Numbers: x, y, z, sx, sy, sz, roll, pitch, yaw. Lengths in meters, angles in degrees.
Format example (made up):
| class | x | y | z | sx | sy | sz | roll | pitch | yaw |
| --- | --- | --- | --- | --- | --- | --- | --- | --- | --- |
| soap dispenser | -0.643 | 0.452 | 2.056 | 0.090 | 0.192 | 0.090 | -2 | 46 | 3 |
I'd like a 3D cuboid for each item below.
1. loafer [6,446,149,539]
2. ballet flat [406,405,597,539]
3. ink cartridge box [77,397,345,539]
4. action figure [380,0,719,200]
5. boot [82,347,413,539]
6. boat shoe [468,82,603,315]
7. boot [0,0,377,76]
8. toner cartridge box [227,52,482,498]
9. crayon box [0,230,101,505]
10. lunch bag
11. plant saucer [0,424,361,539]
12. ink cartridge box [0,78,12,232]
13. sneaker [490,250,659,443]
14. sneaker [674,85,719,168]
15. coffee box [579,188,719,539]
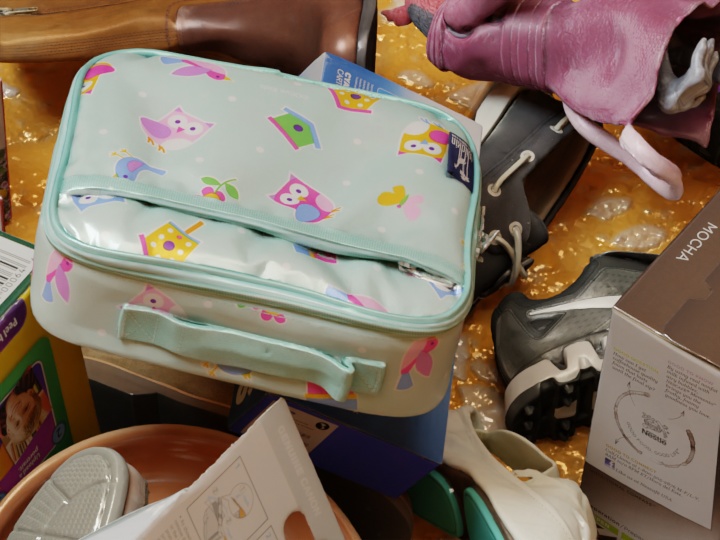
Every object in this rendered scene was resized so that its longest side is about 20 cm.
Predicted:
| class | x | y | z | sx | sy | sz | roll | pitch | yaw |
| --- | --- | --- | --- | --- | --- | --- | --- | --- | --- |
| loafer | -0.133 | 0.176 | 1.207 | 0.072 | 0.063 | 0.200 | 0 | 62 | 47 |
| ballet flat | 0.071 | 0.111 | 1.312 | 0.069 | 0.070 | 0.200 | -16 | 26 | -17 |
| ink cartridge box | -0.079 | 0.174 | 1.190 | 0.057 | 0.163 | 0.200 | 0 | 34 | 37 |
| action figure | 0.099 | -0.112 | 1.474 | 0.199 | 0.134 | 0.149 | 10 | 73 | 22 |
| boot | -0.053 | 0.075 | 1.376 | 0.200 | 0.074 | 0.075 | 24 | 42 | 19 |
| boat shoe | 0.070 | -0.025 | 1.467 | 0.060 | 0.074 | 0.200 | 16 | 42 | 16 |
| boot | -0.096 | -0.130 | 1.500 | 0.199 | 0.069 | 0.188 | -1 | 24 | -12 |
| toner cartridge box | 0.000 | 0.000 | 1.346 | 0.095 | 0.043 | 0.200 | 24 | 52 | -22 |
| crayon box | -0.198 | 0.108 | 1.263 | 0.058 | 0.173 | 0.200 | 21 | 51 | 25 |
| lunch bag | -0.040 | -0.017 | 1.237 | 0.199 | 0.077 | 0.161 | 11 | 38 | -4 |
| plant saucer | -0.086 | 0.170 | 1.269 | 0.199 | 0.037 | 0.201 | 4 | 73 | -14 |
| ink cartridge box | -0.220 | -0.073 | 1.461 | 0.050 | 0.109 | 0.200 | -29 | 57 | -25 |
| sneaker | 0.155 | 0.021 | 1.432 | 0.199 | 0.067 | 0.091 | -14 | 54 | -12 |
| sneaker | 0.252 | -0.111 | 1.557 | 0.200 | 0.070 | 0.100 | -27 | 63 | -19 |
| coffee box | 0.166 | 0.066 | 1.306 | 0.080 | 0.200 | 0.113 | 31 | 55 | 22 |
